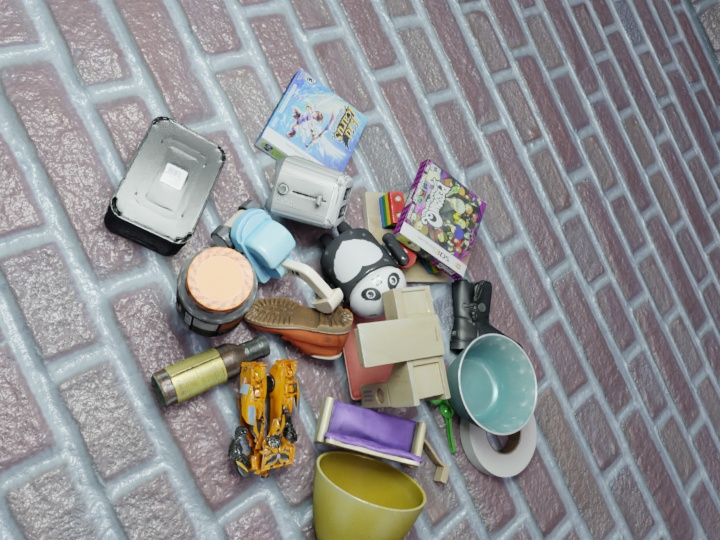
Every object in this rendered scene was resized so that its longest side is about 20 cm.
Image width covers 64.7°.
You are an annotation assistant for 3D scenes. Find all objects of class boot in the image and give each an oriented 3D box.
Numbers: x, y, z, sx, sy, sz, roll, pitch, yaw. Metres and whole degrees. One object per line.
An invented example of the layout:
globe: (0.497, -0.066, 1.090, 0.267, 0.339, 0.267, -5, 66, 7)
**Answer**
boot: (0.292, 0.109, 1.291, 0.200, 0.076, 0.169, 12, 75, -21)
boot: (-0.120, 0.114, 1.047, 0.199, 0.107, 0.075, 10, 38, -2)

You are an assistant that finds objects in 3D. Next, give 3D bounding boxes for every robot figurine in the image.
robot figurine: (-0.158, 0.256, 0.977, 0.145, 0.058, 0.201, 3, 85, -48)
robot figurine: (0.001, -0.001, 1.092, 0.125, 0.150, 0.200, -2, 47, -49)

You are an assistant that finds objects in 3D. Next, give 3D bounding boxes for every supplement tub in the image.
supplement tub: (-0.233, 0.035, 0.916, 0.122, 0.200, 0.123, 5, 74, -18)

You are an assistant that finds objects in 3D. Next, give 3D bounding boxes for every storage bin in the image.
storage bin: (-0.333, -0.142, 0.975, 0.135, 0.094, 0.200, 27, 66, -22)

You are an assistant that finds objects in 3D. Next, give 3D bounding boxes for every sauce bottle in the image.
sauce bottle: (-0.247, 0.164, 0.964, 0.200, 0.065, 0.065, -20, 88, -32)

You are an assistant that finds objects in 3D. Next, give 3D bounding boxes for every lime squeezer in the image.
lime squeezer: (0.157, 0.288, 1.188, 0.071, 0.038, 0.200, -44, 113, -15)

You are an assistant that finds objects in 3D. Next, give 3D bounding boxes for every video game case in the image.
video game case: (-0.096, -0.290, 1.182, 0.181, 0.045, 0.200, 33, 63, -21)
video game case: (0.174, -0.110, 1.219, 0.181, 0.036, 0.200, 33, 63, -21)

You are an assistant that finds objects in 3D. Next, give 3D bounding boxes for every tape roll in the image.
tape roll: (0.309, 0.353, 1.264, 0.202, 0.037, 0.203, 9, 73, -29)

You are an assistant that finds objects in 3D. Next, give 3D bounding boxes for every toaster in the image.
toaster: (-0.089, -0.145, 1.062, 0.129, 0.200, 0.114, 18, 100, 2)

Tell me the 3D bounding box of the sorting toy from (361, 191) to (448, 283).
sorting toy: (0.113, -0.076, 1.237, 0.200, 0.070, 0.199, 1, 77, -31)

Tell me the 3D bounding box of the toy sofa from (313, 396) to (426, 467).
toy sofa: (0.021, 0.298, 1.047, 0.200, 0.098, 0.083, 18, 69, -11)

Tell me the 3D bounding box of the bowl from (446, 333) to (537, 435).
bowl: (0.257, 0.239, 1.182, 0.200, 0.105, 0.201, 8, 72, -24)

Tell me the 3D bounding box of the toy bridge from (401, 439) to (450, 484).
toy bridge: (0.103, 0.363, 1.144, 0.200, 0.027, 0.067, 31, 63, -20)

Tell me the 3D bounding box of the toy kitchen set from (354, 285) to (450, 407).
toy kitchen set: (0.031, 0.147, 1.024, 0.163, 0.180, 0.201, -3, 79, -31)

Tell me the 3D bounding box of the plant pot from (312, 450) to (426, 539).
plant pot: (-0.003, 0.427, 0.987, 0.200, 0.200, 0.142, 17, 92, -26)

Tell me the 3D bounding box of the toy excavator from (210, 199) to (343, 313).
toy excavator: (-0.141, -0.016, 1.008, 0.100, 0.200, 0.195, -49, 135, -30)

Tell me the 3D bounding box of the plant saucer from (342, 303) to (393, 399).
plant saucer: (0.043, 0.147, 1.159, 0.199, 0.037, 0.201, -5, 81, -32)
